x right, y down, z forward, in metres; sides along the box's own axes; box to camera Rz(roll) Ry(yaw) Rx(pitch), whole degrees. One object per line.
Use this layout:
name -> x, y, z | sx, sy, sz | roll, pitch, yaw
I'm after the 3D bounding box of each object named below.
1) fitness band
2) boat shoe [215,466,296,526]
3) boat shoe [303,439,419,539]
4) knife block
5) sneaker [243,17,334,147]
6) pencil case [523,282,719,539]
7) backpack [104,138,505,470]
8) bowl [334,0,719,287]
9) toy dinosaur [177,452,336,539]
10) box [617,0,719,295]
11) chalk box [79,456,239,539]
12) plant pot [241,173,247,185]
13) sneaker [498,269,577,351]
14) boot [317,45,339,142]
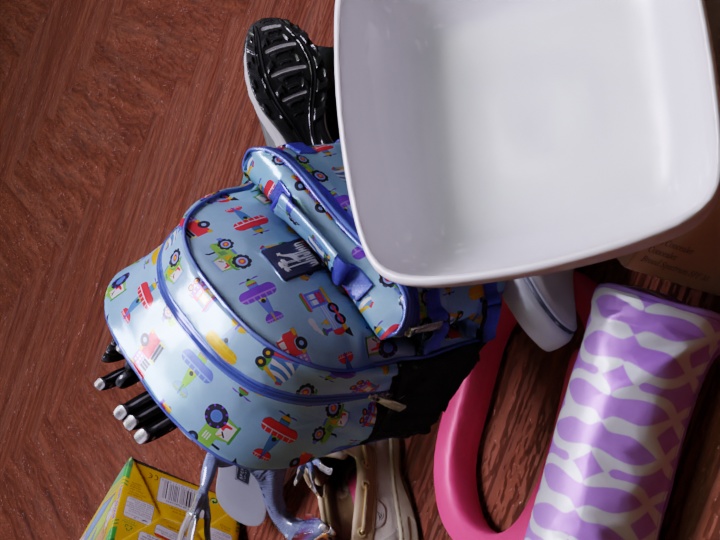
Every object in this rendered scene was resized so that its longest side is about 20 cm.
fitness band -> 0.109, 0.095, 0.810 | 0.143, 0.037, 0.203 | 17, 91, 62
boat shoe -> -0.079, 0.134, 1.023 | 0.065, 0.073, 0.201 | -49, -13, -44
boat shoe -> -0.011, 0.151, 0.944 | 0.074, 0.069, 0.201 | -54, 37, 31
knife block -> -0.118, 0.081, 1.003 | 0.064, 0.198, 0.177 | -51, 31, 33
sneaker -> -0.059, -0.121, 1.055 | 0.079, 0.073, 0.203 | -16, 93, 67
pencil case -> 0.151, 0.108, 0.693 | 0.085, 0.084, 0.203 | 15, 93, 24
backpack -> -0.038, 0.017, 0.704 | 0.183, 0.199, 0.135 | 51, 126, 25
bowl -> 0.089, -0.092, 0.640 | 0.198, 0.075, 0.203 | -11, 75, 22
toy dinosaur -> -0.056, 0.111, 0.860 | 0.104, 0.183, 0.202 | 2, 49, 16
box -> 0.212, -0.093, 0.662 | 0.201, 0.094, 0.078 | -59, 36, 27
chalk box -> -0.211, 0.303, 1.129 | 0.201, 0.123, 0.124 | -57, 17, 27
plant pot -> 0.000, 0.000, 0.916 | 0.199, 0.140, 0.143 | 11, 87, 60
sneaker -> 0.121, -0.039, 0.780 | 0.070, 0.073, 0.202 | -32, 38, 27
boot -> 0.011, -0.192, 1.067 | 0.199, 0.065, 0.167 | 7, 82, 63
